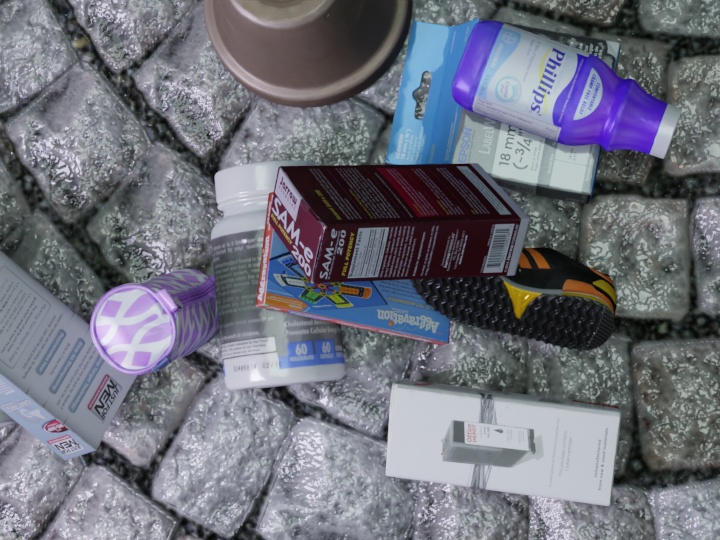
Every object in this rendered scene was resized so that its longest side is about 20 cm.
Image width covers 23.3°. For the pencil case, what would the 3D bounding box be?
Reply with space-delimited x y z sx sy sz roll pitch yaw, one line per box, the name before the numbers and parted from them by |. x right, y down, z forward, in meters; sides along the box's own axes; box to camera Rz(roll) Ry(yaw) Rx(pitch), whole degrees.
pencil case | -0.179 0.041 1.577 0.084 0.200 0.086 45 98 2

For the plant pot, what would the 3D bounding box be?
plant pot | -0.060 -0.260 1.593 0.199 0.175 0.202 -1 86 8

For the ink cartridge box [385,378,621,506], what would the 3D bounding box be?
ink cartridge box | 0.128 0.151 1.557 0.199 0.147 0.084 7 89 8

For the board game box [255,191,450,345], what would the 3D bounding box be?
board game box | 0.000 0.000 1.580 0.199 0.019 0.104 13 76 -31

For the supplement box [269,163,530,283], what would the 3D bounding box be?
supplement box | 0.033 -0.043 1.512 0.199 0.109 0.061 -2 121 -25

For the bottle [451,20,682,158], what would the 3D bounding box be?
bottle | 0.183 -0.154 1.547 0.199 0.065 0.084 21 86 7

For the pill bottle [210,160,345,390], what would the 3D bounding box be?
pill bottle | -0.078 0.005 1.607 0.113 0.114 0.201 -7 86 6

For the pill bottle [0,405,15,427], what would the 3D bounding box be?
pill bottle | -0.393 0.056 1.641 0.115 0.116 0.201 -15 85 6

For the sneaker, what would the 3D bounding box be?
sneaker | 0.139 0.009 1.601 0.199 0.090 0.070 18 123 4

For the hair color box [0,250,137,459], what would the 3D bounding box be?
hair color box | -0.306 0.072 1.592 0.200 0.060 0.099 43 53 -22

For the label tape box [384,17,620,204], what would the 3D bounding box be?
label tape box | 0.129 -0.153 1.618 0.199 0.063 0.145 11 87 7
